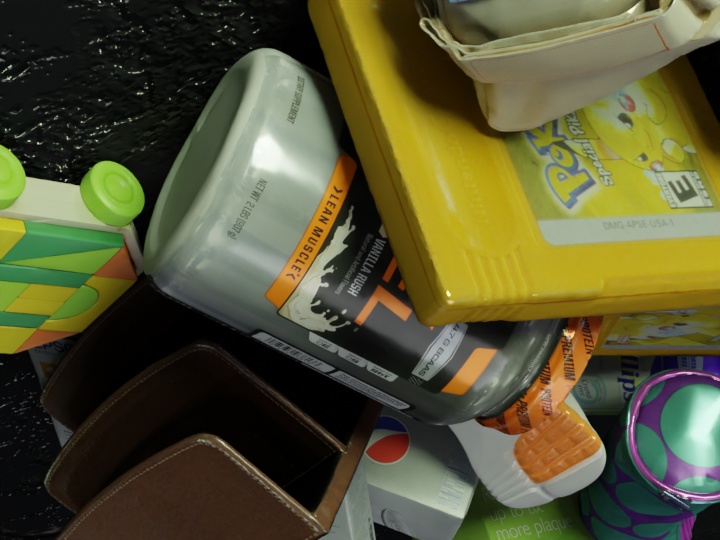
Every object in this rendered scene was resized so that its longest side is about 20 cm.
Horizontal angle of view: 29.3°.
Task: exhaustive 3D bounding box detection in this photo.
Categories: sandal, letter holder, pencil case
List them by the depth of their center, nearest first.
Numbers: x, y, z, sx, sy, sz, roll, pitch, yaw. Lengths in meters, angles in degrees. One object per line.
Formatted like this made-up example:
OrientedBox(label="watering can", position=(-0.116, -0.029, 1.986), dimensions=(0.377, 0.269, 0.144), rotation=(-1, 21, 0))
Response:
OrientedBox(label="letter holder", position=(-0.107, 0.098, 0.747), dimensions=(0.142, 0.101, 0.200), rotation=(40, 133, -12))
OrientedBox(label="sandal", position=(0.087, 0.071, 0.829), dimensions=(0.079, 0.060, 0.207), rotation=(-23, 134, 15))
OrientedBox(label="pencil case", position=(0.201, 0.135, 0.911), dimensions=(0.085, 0.092, 0.200), rotation=(-51, 167, -17))

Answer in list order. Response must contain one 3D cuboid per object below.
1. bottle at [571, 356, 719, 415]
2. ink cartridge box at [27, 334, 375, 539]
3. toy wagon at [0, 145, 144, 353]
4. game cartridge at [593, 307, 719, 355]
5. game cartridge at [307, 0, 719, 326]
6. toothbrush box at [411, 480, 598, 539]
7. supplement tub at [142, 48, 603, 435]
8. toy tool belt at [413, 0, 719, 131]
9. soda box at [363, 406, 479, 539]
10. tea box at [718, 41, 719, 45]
OrientedBox(label="bottle", position=(0.210, 0.057, 0.947), dimensions=(0.198, 0.085, 0.065), rotation=(-2, -174, 23))
OrientedBox(label="ink cartridge box", position=(-0.094, 0.108, 0.848), dimensions=(0.194, 0.043, 0.202), rotation=(8, 131, 17))
OrientedBox(label="toy wagon", position=(-0.206, -0.004, 0.678), dimensions=(0.199, 0.040, 0.155), rotation=(7, 144, -46))
OrientedBox(label="game cartridge", position=(0.215, 0.019, 0.773), dimensions=(0.197, 0.033, 0.176), rotation=(2, 165, 3))
OrientedBox(label="game cartridge", position=(0.083, -0.063, 0.611), dimensions=(0.198, 0.178, 0.032), rotation=(-2, 152, -36))
OrientedBox(label="toothbrush box", position=(0.104, 0.149, 1.038), dimensions=(0.144, 0.202, 0.086), rotation=(1, 148, -38))
OrientedBox(label="supplement tub", position=(0.009, -0.006, 0.647), dimensions=(0.199, 0.123, 0.123), rotation=(27, 137, -18))
OrientedBox(label="toy tool belt", position=(0.103, -0.146, 0.515), dimensions=(0.199, 0.125, 0.123), rotation=(-25, 119, 30))
OrientedBox(label="soda box", position=(-0.020, 0.112, 0.905), dimensions=(0.198, 0.064, 0.068), rotation=(20, 152, 3))
OrientedBox(label="tea box", position=(0.272, -0.141, 0.647), dimensions=(0.199, 0.135, 0.197), rotation=(-27, 156, 14))
